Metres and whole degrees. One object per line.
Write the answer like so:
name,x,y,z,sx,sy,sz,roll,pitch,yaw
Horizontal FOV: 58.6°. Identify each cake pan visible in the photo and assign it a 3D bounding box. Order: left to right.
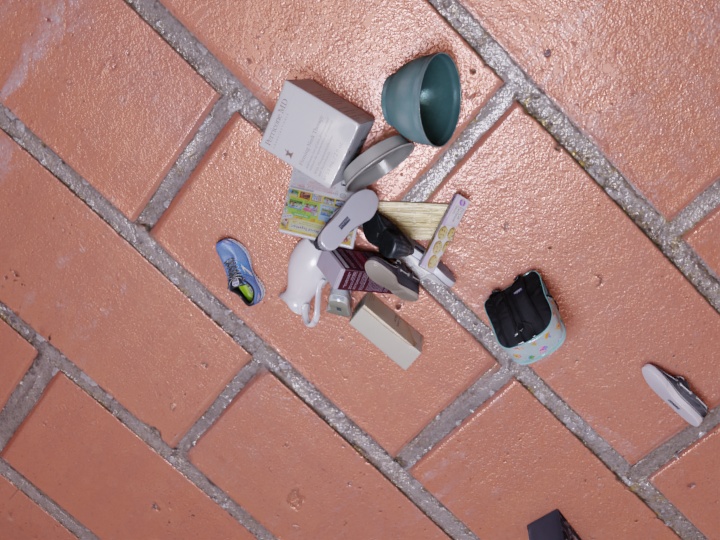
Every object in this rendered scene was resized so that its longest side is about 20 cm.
cake pan,0.039,-0.255,1.517,0.198,0.200,0.037,-34,85,19

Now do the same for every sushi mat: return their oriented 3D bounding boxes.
sushi mat,0.140,-0.126,1.637,0.194,0.012,0.098,3,112,9

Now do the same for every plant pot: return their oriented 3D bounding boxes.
plant pot,0.129,-0.388,1.464,0.132,0.199,0.206,11,114,35

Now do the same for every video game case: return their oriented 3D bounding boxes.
video game case,-0.093,-0.166,1.617,0.195,0.023,0.187,13,85,4

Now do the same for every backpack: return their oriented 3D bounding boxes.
backpack,0.413,0.132,1.585,0.173,0.202,0.154,-30,119,17

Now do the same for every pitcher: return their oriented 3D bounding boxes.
pitcher,-0.127,0.027,1.663,0.119,0.172,0.203,3,123,-41

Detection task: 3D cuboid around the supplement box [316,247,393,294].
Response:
supplement box,0.000,0.000,1.603,0.196,0.109,0.062,6,120,-36

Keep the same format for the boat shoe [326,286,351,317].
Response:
boat shoe,-0.050,0.072,1.672,0.068,0.201,0.073,14,74,1

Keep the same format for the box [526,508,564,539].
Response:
box,0.579,0.834,1.813,0.117,0.197,0.201,-36,101,19

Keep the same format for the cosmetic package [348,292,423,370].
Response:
cosmetic package,0.070,0.159,1.706,0.199,0.104,0.073,39,111,-7

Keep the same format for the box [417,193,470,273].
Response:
box,0.205,-0.091,1.583,0.041,0.039,0.203,28,89,-7

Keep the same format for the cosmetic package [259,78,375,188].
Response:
cosmetic package,-0.099,-0.327,1.514,0.197,0.166,0.170,30,112,5

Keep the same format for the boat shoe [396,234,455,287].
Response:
boat shoe,0.148,-0.006,1.644,0.200,0.075,0.087,35,114,-10

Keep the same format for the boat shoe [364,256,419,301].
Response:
boat shoe,0.080,0.008,1.559,0.071,0.064,0.199,-5,149,41

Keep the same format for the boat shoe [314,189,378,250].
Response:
boat shoe,-0.037,-0.120,1.557,0.072,0.067,0.201,47,67,-15

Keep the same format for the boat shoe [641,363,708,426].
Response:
boat shoe,0.815,0.306,1.654,0.068,0.072,0.200,-43,83,-12

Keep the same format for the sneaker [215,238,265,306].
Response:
sneaker,-0.326,0.006,1.725,0.077,0.089,0.203,-27,103,17

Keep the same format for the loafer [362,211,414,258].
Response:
loafer,0.064,-0.088,1.585,0.071,0.201,0.074,10,119,-31
